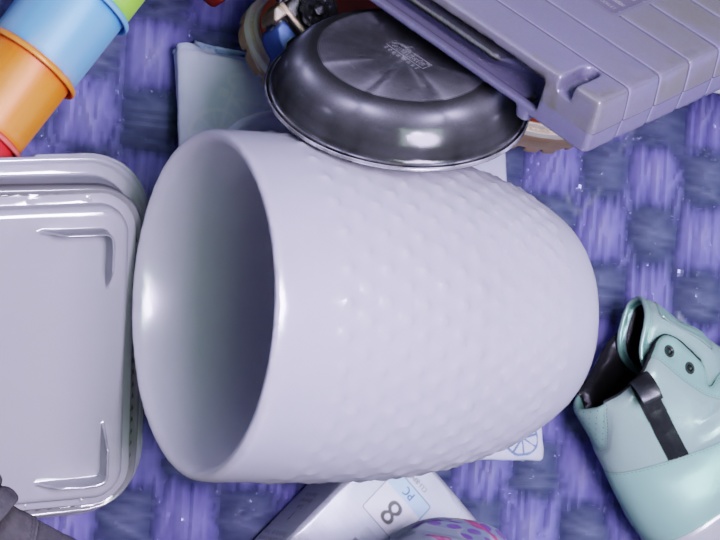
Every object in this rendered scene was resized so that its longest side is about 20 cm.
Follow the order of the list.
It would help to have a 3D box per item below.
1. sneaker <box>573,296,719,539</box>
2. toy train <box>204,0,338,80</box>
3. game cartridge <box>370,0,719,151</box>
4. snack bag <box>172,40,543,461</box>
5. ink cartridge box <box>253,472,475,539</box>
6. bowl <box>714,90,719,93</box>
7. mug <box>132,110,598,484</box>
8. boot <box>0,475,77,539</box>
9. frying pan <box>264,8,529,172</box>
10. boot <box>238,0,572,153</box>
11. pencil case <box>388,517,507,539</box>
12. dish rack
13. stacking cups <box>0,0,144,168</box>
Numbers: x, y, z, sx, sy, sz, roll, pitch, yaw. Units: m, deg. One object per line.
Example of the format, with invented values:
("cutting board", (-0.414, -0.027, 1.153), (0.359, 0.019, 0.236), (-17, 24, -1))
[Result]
("sneaker", (0.199, 0.044, 1.143), (0.200, 0.074, 0.119), (-41, 110, -16))
("toy train", (-0.062, -0.143, 0.993), (0.046, 0.034, 0.200), (-42, 100, -11))
("game cartridge", (0.066, -0.128, 0.966), (0.129, 0.200, 0.039), (-21, 139, -43))
("snack bag", (0.000, -0.009, 1.067), (0.187, 0.021, 0.201), (6, 72, -24))
("ink cartridge box", (-0.006, 0.200, 1.068), (0.200, 0.047, 0.160), (-45, 105, -19))
("bowl", (0.183, -0.180, 1.080), (0.199, 0.075, 0.200), (-1, 52, -36))
("mug", (0.000, 0.000, 0.983), (0.174, 0.201, 0.148), (3, 131, -29))
("boot", (-0.169, 0.158, 0.784), (0.132, 0.070, 0.201), (41, 57, -14))
("frying pan", (0.052, -0.083, 0.956), (0.189, 0.115, 0.031), (-6, 128, -18))
("boot", (0.045, -0.117, 1.059), (0.199, 0.107, 0.076), (4, 63, -24))
("pencil case", (0.019, 0.167, 0.953), (0.083, 0.200, 0.091), (26, 103, 10))
("dish rack", (-0.184, 0.039, 0.975), (0.199, 0.044, 0.173), (-3, 107, -22))
("stacking cups", (-0.142, -0.114, 1.014), (0.060, 0.060, 0.200), (42, 75, -17))
